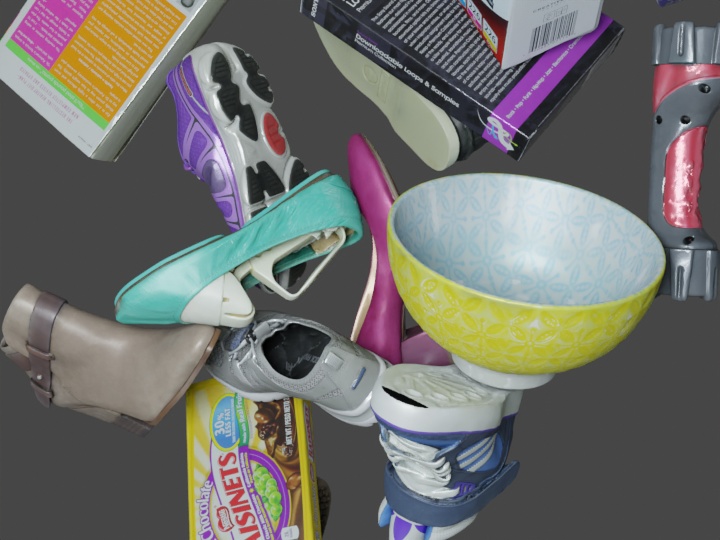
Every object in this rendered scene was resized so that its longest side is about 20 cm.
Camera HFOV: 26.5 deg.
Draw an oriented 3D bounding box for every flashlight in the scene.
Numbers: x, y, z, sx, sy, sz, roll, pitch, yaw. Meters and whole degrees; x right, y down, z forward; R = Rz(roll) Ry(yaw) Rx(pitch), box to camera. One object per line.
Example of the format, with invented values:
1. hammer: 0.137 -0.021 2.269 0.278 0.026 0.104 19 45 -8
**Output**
1. flashlight: 0.242 -0.079 1.115 0.068 0.068 0.201 1 93 0

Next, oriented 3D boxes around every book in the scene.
1. book: -0.197 -0.207 1.228 0.134 0.048 0.200 40 100 13

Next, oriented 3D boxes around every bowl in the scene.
1. bowl: 0.112 0.020 1.103 0.200 0.200 0.108 14 120 13

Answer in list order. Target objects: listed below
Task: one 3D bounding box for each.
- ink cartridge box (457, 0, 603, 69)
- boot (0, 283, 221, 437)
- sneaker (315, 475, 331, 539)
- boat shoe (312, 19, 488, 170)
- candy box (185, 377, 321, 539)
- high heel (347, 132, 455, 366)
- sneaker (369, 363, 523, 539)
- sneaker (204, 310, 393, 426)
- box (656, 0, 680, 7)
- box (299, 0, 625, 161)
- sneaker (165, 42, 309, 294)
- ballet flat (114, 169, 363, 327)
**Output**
1. ink cartridge box: 0.091 -0.276 1.053 0.084 0.176 0.200 -24 65 -13
2. boot: -0.204 0.059 1.185 0.146 0.070 0.200 35 140 -7
3. sneaker: -0.086 0.247 1.217 0.075 0.070 0.200 22 92 29
4. boat shoe: 0.029 -0.166 1.168 0.063 0.074 0.201 -30 70 -26
5. candy box: -0.083 0.168 1.174 0.102 0.026 0.200 -17 56 16
6. high heel: 0.000 0.000 1.173 0.096 0.067 0.200 -19 91 3
7. sneaker: 0.049 0.146 1.102 0.080 0.200 0.147 24 100 23
8. sneaker: -0.059 0.056 1.153 0.200 0.082 0.075 9 64 44
9. box: 0.229 -0.294 1.039 0.105 0.200 0.184 -14 89 12
10. box: 0.075 -0.185 1.125 0.200 0.036 0.143 37 58 9
11. sneaker: -0.096 -0.078 1.205 0.083 0.081 0.200 -15 93 43
12. ballet flat: -0.081 -0.001 1.115 0.200 0.067 0.070 -31 71 -16
